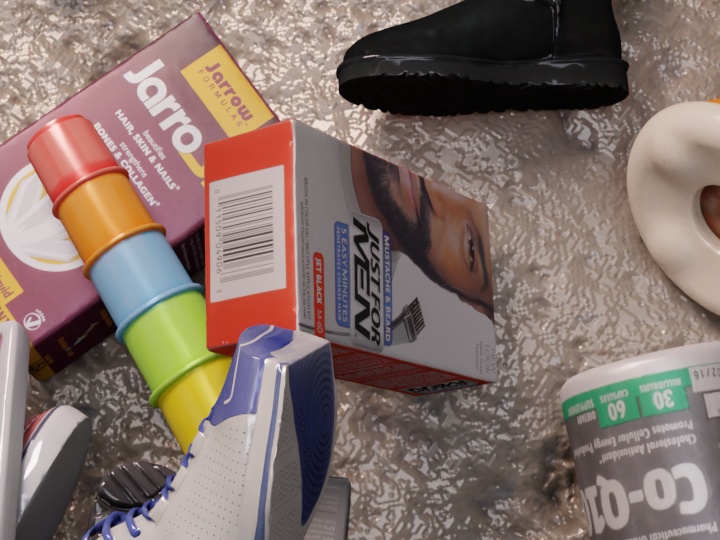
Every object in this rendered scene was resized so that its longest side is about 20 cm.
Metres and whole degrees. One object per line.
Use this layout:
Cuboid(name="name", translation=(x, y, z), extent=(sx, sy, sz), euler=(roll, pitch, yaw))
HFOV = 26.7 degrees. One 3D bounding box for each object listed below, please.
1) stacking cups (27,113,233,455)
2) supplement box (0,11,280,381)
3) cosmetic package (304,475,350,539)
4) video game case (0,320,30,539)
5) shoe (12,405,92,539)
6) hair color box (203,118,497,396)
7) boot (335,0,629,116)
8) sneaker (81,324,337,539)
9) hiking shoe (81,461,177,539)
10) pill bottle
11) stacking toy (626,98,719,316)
Cuboid(name="stacking cups", translation=(-0.111, 0.005, 0.805), extent=(0.060, 0.061, 0.201), euler=(-27, 76, -8))
Cuboid(name="supplement box", translation=(-0.142, -0.042, 0.889), extent=(0.199, 0.086, 0.111), euler=(-36, 80, -10))
Cuboid(name="cosmetic package", translation=(-0.054, 0.216, 0.794), extent=(0.089, 0.107, 0.202), euler=(4, 59, -2))
Cuboid(name="video game case", translation=(-0.260, 0.131, 0.776), extent=(0.180, 0.024, 0.202), euler=(-11, 55, 11))
Cuboid(name="shoe", translation=(-0.227, 0.148, 0.804), extent=(0.090, 0.072, 0.201), euler=(25, 77, 10))
Cuboid(name="hair color box", translation=(0.000, 0.000, 0.829), extent=(0.063, 0.199, 0.112), euler=(-11, 74, 31))
Cuboid(name="boot", translation=(0.077, -0.183, 0.938), extent=(0.196, 0.073, 0.164), euler=(-2, 79, -10))
Cuboid(name="sneaker", translation=(-0.083, 0.123, 0.709), extent=(0.114, 0.080, 0.201), euler=(11, 97, 18))
Cuboid(name="hiking shoe", translation=(-0.132, 0.205, 0.807), extent=(0.075, 0.101, 0.202), euler=(18, 77, -4))
Cuboid(name="pill bottle", translation=(0.184, 0.149, 0.842), extent=(0.112, 0.113, 0.202), euler=(-10, 77, -5))
Cuboid(name="stacking toy", translation=(0.270, -0.072, 0.911), extent=(0.199, 0.146, 0.146), euler=(-36, 80, -29))
